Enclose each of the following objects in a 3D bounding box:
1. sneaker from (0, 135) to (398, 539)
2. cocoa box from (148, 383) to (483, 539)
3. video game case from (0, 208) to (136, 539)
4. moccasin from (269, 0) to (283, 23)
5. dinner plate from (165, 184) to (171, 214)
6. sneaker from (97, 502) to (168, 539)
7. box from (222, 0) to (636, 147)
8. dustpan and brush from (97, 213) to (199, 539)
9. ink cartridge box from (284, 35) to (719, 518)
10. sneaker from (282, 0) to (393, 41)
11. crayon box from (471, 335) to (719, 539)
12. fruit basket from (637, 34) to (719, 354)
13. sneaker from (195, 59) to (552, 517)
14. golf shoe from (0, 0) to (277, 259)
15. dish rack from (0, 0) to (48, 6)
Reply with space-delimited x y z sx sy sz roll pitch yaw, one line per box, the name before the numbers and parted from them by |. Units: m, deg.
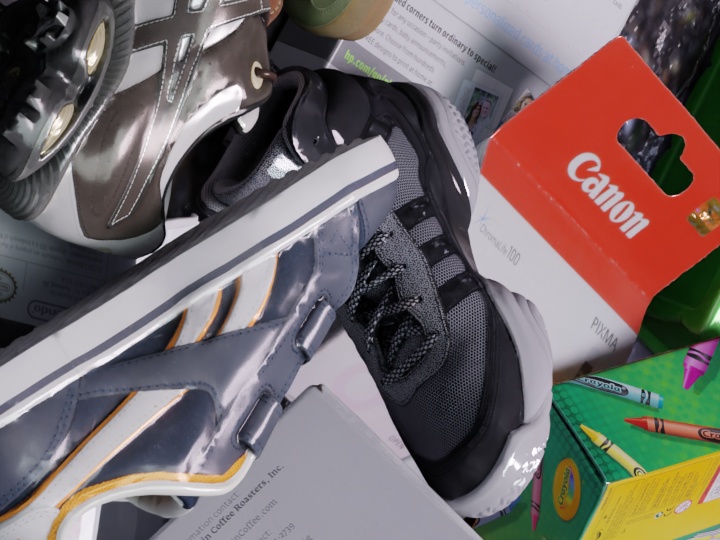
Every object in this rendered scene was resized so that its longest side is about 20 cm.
sneaker | -0.057 0.031 0.976 0.200 0.078 0.080 -34 97 -23
cocoa box | -0.043 0.170 1.086 0.200 0.133 0.131 -43 166 -17
video game case | -0.166 0.017 0.957 0.199 0.023 0.183 15 77 -36
moccasin | -0.071 -0.174 1.052 0.074 0.077 0.202 -75 146 -58
dinner plate | -0.154 -0.029 1.090 0.200 0.024 0.201 -21 122 -37
sneaker | -0.106 0.090 1.139 0.200 0.069 0.100 -36 148 -38
box | 0.045 -0.107 1.235 0.156 0.041 0.201 30 87 -47
dustpan and brush | -0.131 0.055 1.026 0.199 0.057 0.140 -3 108 -36
ink cartridge box | 0.072 0.011 1.243 0.200 0.057 0.163 -33 141 13
sneaker | -0.021 -0.193 1.117 0.090 0.067 0.201 4 100 -44
crayon box | 0.112 0.122 1.319 0.118 0.058 0.200 -14 145 -31
fruit basket | 0.245 -0.009 1.385 0.215 0.155 0.217 -7 106 -28
sneaker | 0.000 0.000 1.097 0.114 0.201 0.075 20 131 -39
golf shoe | -0.063 -0.097 0.990 0.094 0.078 0.201 38 75 -32
dish rack | -0.160 -0.034 1.035 0.171 0.043 0.201 -6 112 -44
